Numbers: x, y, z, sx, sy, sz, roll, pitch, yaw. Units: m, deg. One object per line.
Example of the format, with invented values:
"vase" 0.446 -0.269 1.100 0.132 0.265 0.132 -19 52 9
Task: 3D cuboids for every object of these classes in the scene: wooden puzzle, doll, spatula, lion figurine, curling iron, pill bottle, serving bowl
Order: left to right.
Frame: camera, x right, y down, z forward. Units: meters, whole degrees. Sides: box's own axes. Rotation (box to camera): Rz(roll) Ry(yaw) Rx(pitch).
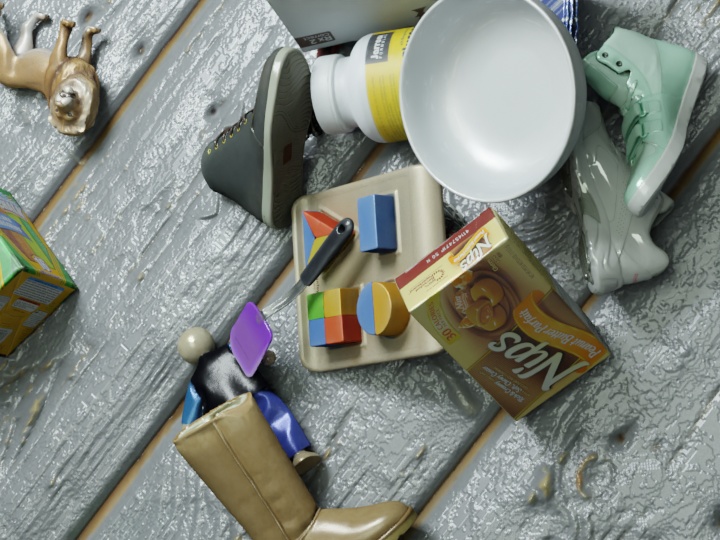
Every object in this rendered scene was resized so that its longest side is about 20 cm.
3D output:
"lion figurine" -0.363 -0.228 1.938 0.199 0.072 0.124 20 98 38
"doll" -0.131 0.140 1.778 0.136 0.048 0.200 -41 69 9
"spatula" -0.070 0.021 1.726 0.200 0.020 0.057 -48 56 19
"curling iron" -0.037 -0.234 1.816 0.025 0.050 0.202 8 77 19
"wooden puzzle" 0.000 0.000 1.714 0.199 0.046 0.187 -11 79 44
"pill bottle" 0.055 -0.189 1.733 0.198 0.112 0.113 -6 78 20
"serving bowl" 0.133 -0.166 1.602 0.199 0.066 0.202 8 102 39

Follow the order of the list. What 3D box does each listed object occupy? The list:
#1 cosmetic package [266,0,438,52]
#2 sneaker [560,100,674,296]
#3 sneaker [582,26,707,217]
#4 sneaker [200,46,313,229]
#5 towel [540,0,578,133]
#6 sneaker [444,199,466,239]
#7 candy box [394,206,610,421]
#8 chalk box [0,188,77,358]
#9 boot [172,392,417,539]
"cosmetic package" -0.016 -0.360 1.746 0.163 0.165 0.202 -12 66 15
"sneaker" 0.251 -0.074 1.666 0.098 0.078 0.202 -7 71 -4
"sneaker" 0.249 -0.144 1.624 0.117 0.074 0.201 22 55 0
"sneaker" -0.114 -0.147 1.773 0.106 0.075 0.202 24 123 27
"towel" 0.188 -0.212 1.681 0.024 0.145 0.202 6 80 -11
"sneaker" 0.084 -0.017 1.710 0.200 0.075 0.081 43 97 24
"candy box" 0.135 0.044 1.611 0.115 0.200 0.055 -36 40 11
"chalk box" -0.431 -0.024 1.887 0.124 0.124 0.200 -42 69 9
"boot" -0.065 0.208 1.687 0.174 0.066 0.201 -31 96 14
